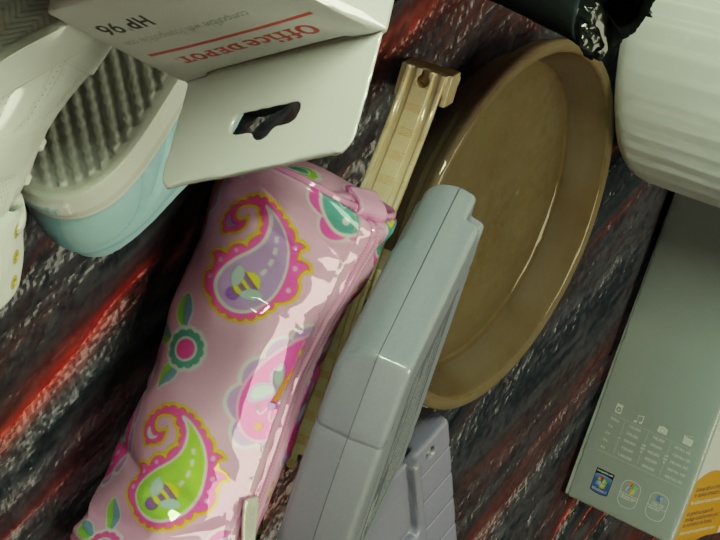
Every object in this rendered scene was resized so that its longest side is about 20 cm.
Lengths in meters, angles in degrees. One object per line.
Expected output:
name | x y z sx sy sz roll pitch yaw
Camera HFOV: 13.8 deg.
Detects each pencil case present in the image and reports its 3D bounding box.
pencil case | -0.053 0.049 1.295 0.087 0.087 0.201 16 96 -63

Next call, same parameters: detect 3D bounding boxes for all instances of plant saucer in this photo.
plant saucer | 0.066 -0.026 1.511 0.200 0.029 0.201 -41 143 -40

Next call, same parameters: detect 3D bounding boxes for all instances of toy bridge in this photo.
toy bridge | 0.000 0.000 1.390 0.067 0.027 0.201 -39 148 -79

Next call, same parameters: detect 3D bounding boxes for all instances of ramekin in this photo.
ramekin | 0.210 -0.125 1.586 0.200 0.097 0.201 16 90 -70

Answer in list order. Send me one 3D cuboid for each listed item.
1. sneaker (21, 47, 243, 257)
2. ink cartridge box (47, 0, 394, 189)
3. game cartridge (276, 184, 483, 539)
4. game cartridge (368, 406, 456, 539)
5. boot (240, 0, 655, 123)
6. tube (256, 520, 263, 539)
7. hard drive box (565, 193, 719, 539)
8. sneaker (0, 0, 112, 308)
sneaker | -0.067 -0.090 1.185 0.200 0.074 0.082 -48 158 -16
ink cartridge box | -0.038 -0.137 1.019 0.068 0.116 0.201 25 69 -34
game cartridge | 0.003 0.071 1.349 0.200 0.040 0.134 107 4 -46
game cartridge | -0.015 0.177 1.527 0.200 0.038 0.130 -47 143 -33
boot | 0.041 -0.129 1.234 0.199 0.162 0.073 -59 151 -13
tube | -0.074 0.148 1.378 0.058 0.052 0.201 -150 -109 -76
hard drive box | 0.218 0.054 1.798 0.156 0.077 0.201 -3 113 -61
sneaker | -0.137 -0.056 1.087 0.200 0.074 0.116 -47 155 -27
